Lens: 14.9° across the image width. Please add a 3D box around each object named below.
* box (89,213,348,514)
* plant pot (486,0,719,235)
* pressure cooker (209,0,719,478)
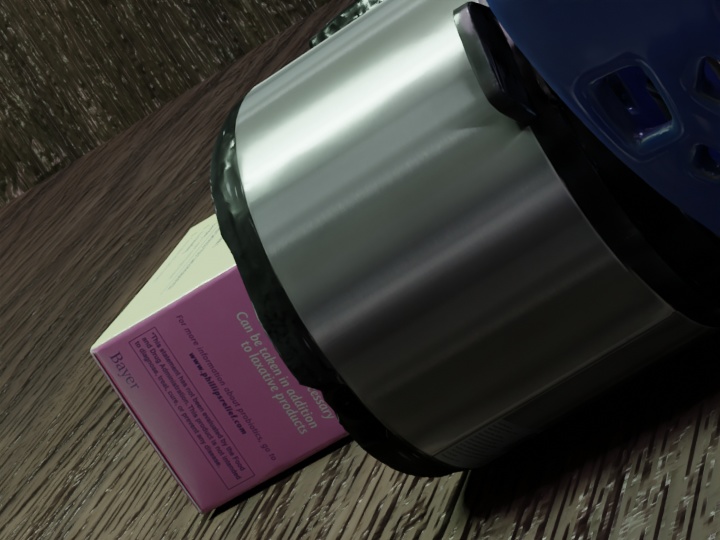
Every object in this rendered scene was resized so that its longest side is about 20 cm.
[{"bbox_3d":[0.000,0.000,1.294,0.200,0.097,0.176,-31,10,20],"label":"box"},{"bbox_3d":[0.191,-0.093,0.886,0.200,0.180,0.200,-23,15,44],"label":"plant pot"},{"bbox_3d":[0.068,-0.036,1.029,0.200,0.179,0.176,-32,17,23],"label":"pressure cooker"}]
